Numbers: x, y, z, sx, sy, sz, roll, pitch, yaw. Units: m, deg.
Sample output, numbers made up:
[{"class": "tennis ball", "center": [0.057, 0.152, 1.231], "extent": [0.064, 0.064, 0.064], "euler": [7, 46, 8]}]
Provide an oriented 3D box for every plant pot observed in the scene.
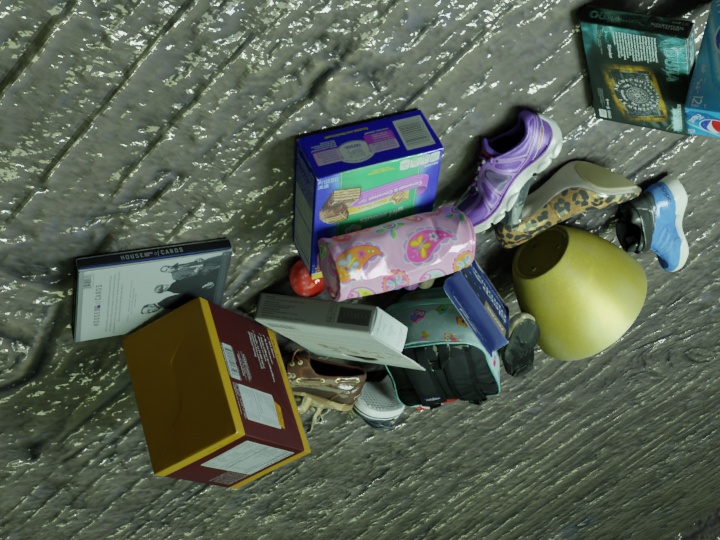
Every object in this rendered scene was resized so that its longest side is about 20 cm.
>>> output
[{"class": "plant pot", "center": [0.310, 0.013, 1.646], "extent": [0.200, 0.201, 0.142], "euler": [-37, 121, 18]}]

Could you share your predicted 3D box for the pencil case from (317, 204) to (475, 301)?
[{"class": "pencil case", "center": [0.046, -0.023, 1.364], "extent": [0.198, 0.088, 0.088], "euler": [-16, 146, -16]}]

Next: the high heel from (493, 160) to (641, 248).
[{"class": "high heel", "center": [0.295, -0.085, 1.571], "extent": [0.198, 0.072, 0.143], "euler": [4, 133, -11]}]

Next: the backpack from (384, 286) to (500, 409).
[{"class": "backpack", "center": [0.119, 0.110, 1.641], "extent": [0.174, 0.155, 0.200], "euler": [-5, 155, 15]}]

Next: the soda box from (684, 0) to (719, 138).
[{"class": "soda box", "center": [0.450, -0.265, 1.324], "extent": [0.064, 0.201, 0.068], "euler": [11, 164, 24]}]

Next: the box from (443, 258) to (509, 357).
[{"class": "box", "center": [0.166, 0.040, 1.532], "extent": [0.032, 0.122, 0.200], "euler": [-33, -172, 16]}]

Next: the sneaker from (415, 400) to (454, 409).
[{"class": "sneaker", "center": [0.128, 0.187, 1.842], "extent": [0.115, 0.079, 0.200], "euler": [-26, 145, 0]}]

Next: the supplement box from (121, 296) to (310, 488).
[{"class": "supplement box", "center": [-0.194, 0.171, 1.478], "extent": [0.132, 0.198, 0.200], "euler": [-28, 154, 16]}]

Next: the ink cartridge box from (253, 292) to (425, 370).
[{"class": "ink cartridge box", "center": [-0.023, 0.087, 1.537], "extent": [0.199, 0.044, 0.173], "euler": [6, 164, 32]}]

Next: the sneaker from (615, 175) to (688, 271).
[{"class": "sneaker", "center": [0.454, -0.054, 1.716], "extent": [0.111, 0.077, 0.201], "euler": [-27, 143, -7]}]

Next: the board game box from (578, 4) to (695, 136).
[{"class": "board game box", "center": [0.351, -0.246, 1.358], "extent": [0.028, 0.134, 0.200], "euler": [-64, 153, -20]}]

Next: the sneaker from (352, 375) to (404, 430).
[{"class": "sneaker", "center": [0.030, 0.224, 1.767], "extent": [0.080, 0.078, 0.200], "euler": [-58, 163, 17]}]

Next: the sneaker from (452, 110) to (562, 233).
[{"class": "sneaker", "center": [0.177, -0.136, 1.455], "extent": [0.083, 0.081, 0.200], "euler": [26, 116, -30]}]

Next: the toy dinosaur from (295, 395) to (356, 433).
[{"class": "toy dinosaur", "center": [-0.088, 0.201, 1.762], "extent": [0.101, 0.058, 0.200], "euler": [-47, 134, 4]}]

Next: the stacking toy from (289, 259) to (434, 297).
[{"class": "stacking toy", "center": [0.000, 0.000, 1.507], "extent": [0.198, 0.086, 0.086], "euler": [-11, 144, -13]}]

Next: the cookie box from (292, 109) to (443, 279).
[{"class": "cookie box", "center": [0.006, -0.093, 1.383], "extent": [0.170, 0.076, 0.201], "euler": [-15, 146, -15]}]

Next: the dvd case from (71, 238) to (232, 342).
[{"class": "dvd case", "center": [-0.273, 0.027, 1.416], "extent": [0.198, 0.025, 0.151], "euler": [-8, 143, -23]}]

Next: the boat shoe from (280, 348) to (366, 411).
[{"class": "boat shoe", "center": [-0.089, 0.150, 1.637], "extent": [0.198, 0.071, 0.071], "euler": [15, 122, -18]}]

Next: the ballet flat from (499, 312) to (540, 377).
[{"class": "ballet flat", "center": [0.234, 0.109, 1.650], "extent": [0.066, 0.057, 0.200], "euler": [-26, 155, -6]}]
